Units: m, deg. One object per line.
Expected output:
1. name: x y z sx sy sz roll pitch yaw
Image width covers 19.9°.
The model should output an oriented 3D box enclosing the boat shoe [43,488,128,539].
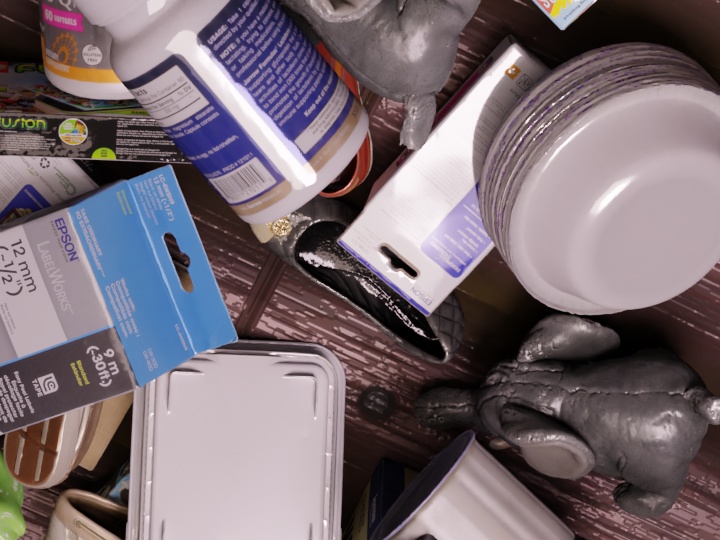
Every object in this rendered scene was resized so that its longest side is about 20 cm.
1. boat shoe: -0.154 0.230 1.641 0.198 0.072 0.065 20 116 -2

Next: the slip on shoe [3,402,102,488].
1. slip on shoe: -0.225 0.071 1.603 0.076 0.060 0.202 15 99 25

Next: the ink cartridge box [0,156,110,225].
1. ink cartridge box: -0.289 -0.031 1.573 0.095 0.037 0.200 45 108 0

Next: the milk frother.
1. milk frother: 0.131 0.204 1.470 0.188 0.181 0.200 42 112 -3

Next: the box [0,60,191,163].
1. box: -0.186 -0.115 1.482 0.198 0.110 0.035 2 115 -10

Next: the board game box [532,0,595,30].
1. board game box: 0.106 -0.283 1.410 0.103 0.105 0.200 -41 107 18

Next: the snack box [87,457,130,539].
1. snack box: -0.180 0.229 1.700 0.116 0.037 0.200 38 111 -14

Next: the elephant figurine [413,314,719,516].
1. elephant figurine: 0.154 0.105 1.560 0.198 0.142 0.156 15 117 -6

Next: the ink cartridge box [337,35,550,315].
1. ink cartridge box: 0.081 -0.070 1.531 0.095 0.037 0.200 39 103 -15

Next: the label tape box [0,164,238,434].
1. label tape box: -0.209 0.023 1.515 0.199 0.066 0.144 -18 98 20

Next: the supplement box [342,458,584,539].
1. supplement box: 0.065 0.298 1.666 0.198 0.134 0.201 23 113 -8

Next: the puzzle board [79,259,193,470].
1. puzzle board: -0.235 0.048 1.631 0.150 0.017 0.201 28 113 -9

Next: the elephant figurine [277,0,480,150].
1. elephant figurine: -0.023 -0.208 1.428 0.199 0.156 0.142 17 125 -19

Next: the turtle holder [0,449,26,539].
1. turtle holder: -0.358 0.151 1.610 0.140 0.132 0.186 -22 116 26

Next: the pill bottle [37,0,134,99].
1. pill bottle: -0.173 -0.231 1.442 0.115 0.117 0.202 0 115 3

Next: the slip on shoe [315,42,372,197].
1. slip on shoe: -0.038 -0.145 1.506 0.073 0.061 0.201 -13 112 11

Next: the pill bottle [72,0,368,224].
1. pill bottle: -0.095 -0.138 1.371 0.115 0.116 0.200 -34 111 17

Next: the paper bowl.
1. paper bowl: 0.192 -0.053 1.474 0.199 0.105 0.202 -14 132 -16

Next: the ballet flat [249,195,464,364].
1. ballet flat: 0.000 0.000 1.573 0.199 0.057 0.067 33 113 -12

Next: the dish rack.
1. dish rack: -0.095 0.154 1.602 0.170 0.044 0.202 2 86 -7
